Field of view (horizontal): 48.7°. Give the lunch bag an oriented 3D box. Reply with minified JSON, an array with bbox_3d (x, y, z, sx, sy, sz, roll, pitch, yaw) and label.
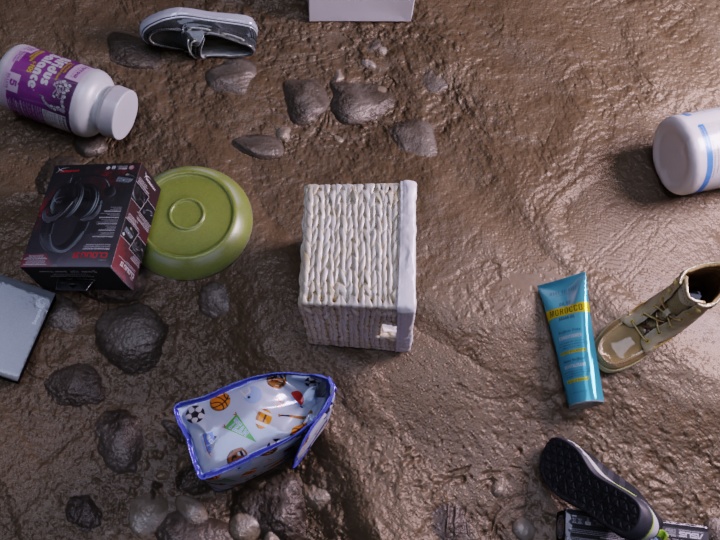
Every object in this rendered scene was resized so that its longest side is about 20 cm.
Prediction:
[{"bbox_3d":[-0.126,0.208,1.059,0.200,0.170,0.124,-22,73,-13],"label":"lunch bag"}]

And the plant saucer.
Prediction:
[{"bbox_3d":[-0.270,-0.083,1.247,0.200,0.031,0.200,1,68,-2],"label":"plant saucer"}]

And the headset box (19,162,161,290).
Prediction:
[{"bbox_3d":[-0.398,-0.056,1.179,0.149,0.077,0.200,1,60,14],"label":"headset box"}]

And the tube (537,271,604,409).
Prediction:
[{"bbox_3d":[0.320,0.105,1.193,0.077,0.050,0.200,-16,65,23],"label":"tube"}]

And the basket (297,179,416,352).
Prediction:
[{"bbox_3d":[0.000,0.000,1.142,0.161,0.198,0.200,0,68,1],"label":"basket"}]

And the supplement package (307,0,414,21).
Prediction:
[{"bbox_3d":[0.000,-0.563,1.399,0.191,0.147,0.200,0,67,-4],"label":"supplement package"}]

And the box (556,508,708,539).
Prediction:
[{"bbox_3d":[0.365,0.415,1.070,0.200,0.044,0.160,7,68,0],"label":"box"}]

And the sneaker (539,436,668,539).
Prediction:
[{"bbox_3d":[0.327,0.304,1.083,0.072,0.083,0.200,-58,38,8],"label":"sneaker"}]

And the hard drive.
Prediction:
[{"bbox_3d":[-0.560,0.065,1.139,0.200,0.033,0.140,21,66,-13],"label":"hard drive"}]

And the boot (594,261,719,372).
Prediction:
[{"bbox_3d":[0.437,0.067,1.158,0.200,0.155,0.073,-27,72,-13],"label":"boot"}]

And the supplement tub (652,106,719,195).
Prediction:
[{"bbox_3d":[0.595,-0.202,1.294,0.200,0.132,0.132,-11,68,-7],"label":"supplement tub"}]

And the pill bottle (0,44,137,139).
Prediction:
[{"bbox_3d":[-0.466,-0.280,1.273,0.200,0.112,0.112,19,68,5],"label":"pill bottle"}]

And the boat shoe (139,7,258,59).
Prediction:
[{"bbox_3d":[-0.274,-0.398,1.354,0.200,0.072,0.071,-4,63,-7],"label":"boat shoe"}]
